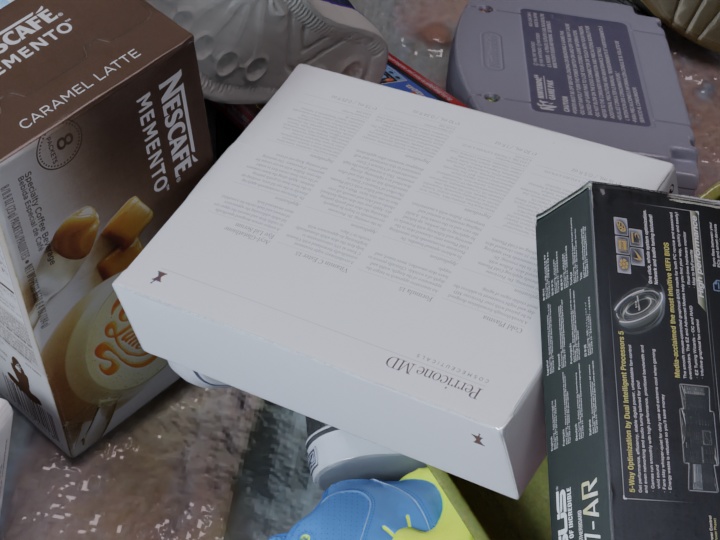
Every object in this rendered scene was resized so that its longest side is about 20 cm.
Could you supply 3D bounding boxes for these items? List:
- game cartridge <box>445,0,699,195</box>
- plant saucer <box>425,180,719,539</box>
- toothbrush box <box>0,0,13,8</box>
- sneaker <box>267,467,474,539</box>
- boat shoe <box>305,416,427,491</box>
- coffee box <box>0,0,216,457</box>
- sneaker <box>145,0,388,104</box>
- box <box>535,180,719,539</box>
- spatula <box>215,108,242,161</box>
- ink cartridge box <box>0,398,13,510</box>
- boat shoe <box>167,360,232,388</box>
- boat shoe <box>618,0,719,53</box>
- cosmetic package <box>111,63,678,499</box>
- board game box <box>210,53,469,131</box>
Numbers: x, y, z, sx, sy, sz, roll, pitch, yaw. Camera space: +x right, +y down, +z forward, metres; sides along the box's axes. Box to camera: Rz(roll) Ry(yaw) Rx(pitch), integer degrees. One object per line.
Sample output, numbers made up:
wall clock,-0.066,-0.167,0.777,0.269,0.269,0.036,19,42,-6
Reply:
game cartridge,0.115,-0.104,0.989,0.132,0.041,0.201,12,32,-5
plant saucer,0.141,0.092,0.781,0.199,0.048,0.201,-35,97,-16
toothbrush box,-0.193,-0.084,0.928,0.198,0.086,0.147,0,49,-9
sneaker,0.002,0.169,0.756,0.104,0.076,0.201,4,40,11
boat shoe,0.071,0.065,0.845,0.197,0.074,0.069,-6,64,-1
coffee box,-0.130,-0.024,0.798,0.114,0.201,0.080,-38,57,-26
sneaker,-0.085,-0.150,0.872,0.146,0.081,0.199,43,15,31
box,0.149,0.075,0.659,0.159,0.043,0.202,6,70,-24
spatula,-0.070,-0.026,0.936,0.056,0.021,0.201,-13,45,9
ink cartridge box,-0.237,0.108,0.696,0.144,0.085,0.200,10,15,1
boat shoe,0.000,0.000,0.834,0.199,0.074,0.067,-30,28,-28
boat shoe,0.184,-0.200,1.091,0.199,0.074,0.065,34,12,3
cosmetic package,0.016,-0.004,0.746,0.199,0.052,0.151,19,54,31
board game box,-0.019,-0.095,0.956,0.102,0.020,0.200,-17,30,-20
